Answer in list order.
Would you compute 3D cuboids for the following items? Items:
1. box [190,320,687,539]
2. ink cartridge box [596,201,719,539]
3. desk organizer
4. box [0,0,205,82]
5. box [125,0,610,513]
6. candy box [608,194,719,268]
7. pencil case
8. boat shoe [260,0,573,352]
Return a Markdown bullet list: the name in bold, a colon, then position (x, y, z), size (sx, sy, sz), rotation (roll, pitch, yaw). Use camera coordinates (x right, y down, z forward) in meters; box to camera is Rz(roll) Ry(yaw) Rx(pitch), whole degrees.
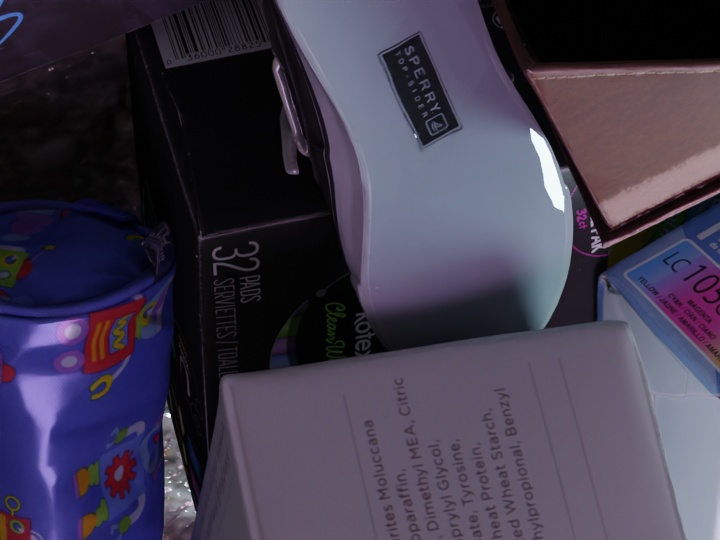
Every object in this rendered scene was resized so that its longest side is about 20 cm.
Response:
- **box**: position (0.027, 0.148, 0.739), size (0.130, 0.201, 0.199), rotation (-8, 158, -12)
- **ink cartridge box**: position (0.184, 0.017, 0.845), size (0.199, 0.076, 0.137), rotation (-27, 145, -17)
- **desk organizer**: position (0.061, -0.113, 0.686), size (0.071, 0.201, 0.077), rotation (-26, 139, 8)
- **box**: position (-0.106, -0.146, 0.707), size (0.142, 0.036, 0.200), rotation (-21, 140, 2)
- **box**: position (0.000, 0.000, 0.850), size (0.148, 0.125, 0.201), rotation (-11, 139, -10)
- **candy box**: position (0.146, -0.069, 0.867), size (0.102, 0.026, 0.200), rotation (26, 126, -4)
- **pencil case**: position (-0.101, 0.066, 0.804), size (0.087, 0.078, 0.201), rotation (-38, 140, -43)
- **boat shoe**: position (0.007, -0.052, 0.693), size (0.073, 0.068, 0.200), rotation (-29, 131, -1)
